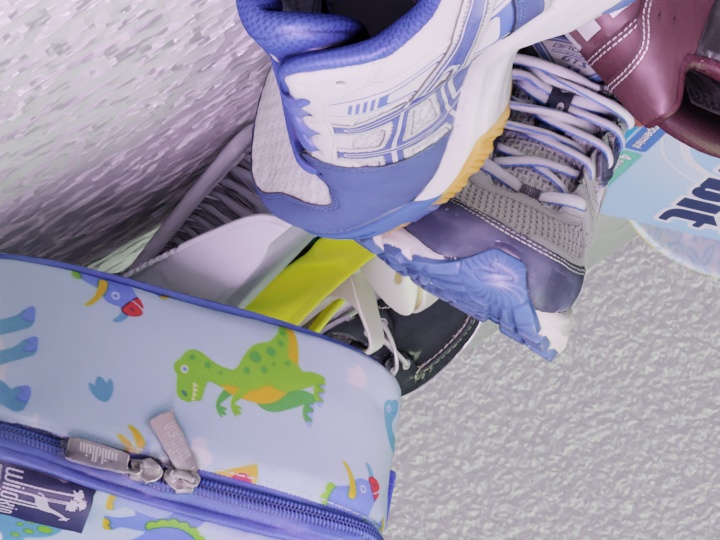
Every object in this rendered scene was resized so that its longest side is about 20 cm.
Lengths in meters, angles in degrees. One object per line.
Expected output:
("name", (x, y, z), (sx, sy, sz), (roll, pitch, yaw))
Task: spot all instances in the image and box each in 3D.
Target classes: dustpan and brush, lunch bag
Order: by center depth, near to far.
("lunch bag", (-0.082, 0.075, 0.628), (0.159, 0.083, 0.200), (17, 151, -19))
("dustpan and brush", (-0.072, 0.003, 0.672), (0.200, 0.057, 0.140), (-45, 180, 28))

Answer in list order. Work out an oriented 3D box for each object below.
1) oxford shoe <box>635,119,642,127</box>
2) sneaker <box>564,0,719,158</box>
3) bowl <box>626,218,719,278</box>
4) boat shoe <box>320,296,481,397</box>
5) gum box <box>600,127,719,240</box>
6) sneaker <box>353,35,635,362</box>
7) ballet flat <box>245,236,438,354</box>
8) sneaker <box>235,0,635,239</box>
("oxford shoe", (0.082, -0.085, 0.739), (0.199, 0.071, 0.074), (-28, -167, 12))
("sneaker", (0.130, -0.094, 0.628), (0.199, 0.116, 0.076), (-28, 172, -38))
("bowl", (0.229, -0.098, 1.028), (0.200, 0.199, 0.108), (-38, -147, 36))
("boat shoe", (0.001, 0.067, 1.345), (0.199, 0.076, 0.060), (-35, 179, 0))
("gum box", (0.184, -0.063, 0.910), (0.198, 0.045, 0.170), (13, 160, -11))
("sneaker", (0.048, -0.039, 0.612), (0.086, 0.077, 0.200), (-60, -175, 15))
("ballet flat", (0.000, 0.000, 0.886), (0.200, 0.067, 0.067), (-39, 171, 36))
("sneaker", (0.000, -0.066, 0.475), (0.087, 0.076, 0.200), (-11, 160, -29))
